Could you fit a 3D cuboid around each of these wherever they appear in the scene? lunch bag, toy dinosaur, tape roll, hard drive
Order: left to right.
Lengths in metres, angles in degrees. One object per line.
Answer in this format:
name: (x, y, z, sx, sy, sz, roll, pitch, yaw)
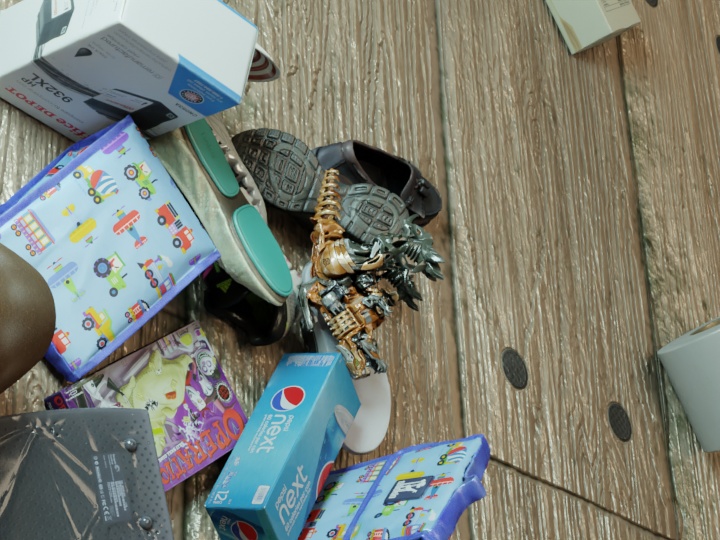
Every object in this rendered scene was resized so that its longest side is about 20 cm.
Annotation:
hard drive: (-0.245, 0.181, 1.534, 0.199, 0.042, 0.136, -3, 75, -44)
lunch bag: (-0.239, -0.012, 1.659, 0.151, 0.094, 0.200, 57, 45, -14)
toy dinosaur: (0.000, 0.000, 1.845, 0.134, 0.102, 0.202, -8, 92, -20)
lunch bag: (0.034, 0.230, 1.731, 0.094, 0.199, 0.151, 54, 36, -12)
tape roll: (0.485, 0.120, 2.386, 0.202, 0.202, 0.140, -23, 86, -55)

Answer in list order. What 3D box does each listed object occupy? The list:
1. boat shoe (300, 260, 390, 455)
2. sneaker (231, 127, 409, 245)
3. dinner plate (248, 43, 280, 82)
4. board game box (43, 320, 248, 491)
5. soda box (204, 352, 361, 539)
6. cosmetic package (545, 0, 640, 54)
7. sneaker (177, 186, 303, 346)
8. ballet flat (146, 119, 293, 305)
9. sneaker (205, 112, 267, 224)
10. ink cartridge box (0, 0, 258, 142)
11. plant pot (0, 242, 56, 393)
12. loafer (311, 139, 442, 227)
boat shoe: (-0.019, 0.086, 1.887, 0.068, 0.057, 0.202, -6, 72, -19)
sneaker: (-0.051, -0.071, 1.939, 0.199, 0.091, 0.076, 31, 71, -9)
dinner plate: (-0.165, -0.223, 1.789, 0.199, 0.199, 0.024, 28, 78, -39)
board game box: (-0.181, 0.129, 1.686, 0.200, 0.032, 0.121, -30, 97, -55)
soda box: (-0.067, 0.165, 1.747, 0.201, 0.064, 0.068, -62, 141, -44)
cosmetic package: (0.284, -0.397, 2.564, 0.105, 0.071, 0.202, -22, 87, -55)
sneaker: (-0.123, -0.009, 1.803, 0.201, 0.073, 0.088, 54, 30, -21)
ballet flat: (-0.129, -0.050, 1.749, 0.201, 0.062, 0.067, 62, 27, 4)
sneaker: (-0.147, -0.118, 1.849, 0.201, 0.075, 0.081, 57, 27, -9)
ink cartridge box: (-0.212, -0.187, 1.688, 0.145, 0.199, 0.085, 31, 57, -37)
plant pot: (-0.322, 0.035, 1.457, 0.200, 0.186, 0.189, -2, 69, -66)
loafer: (0.028, -0.093, 2.057, 0.199, 0.063, 0.073, 17, 56, -46)
